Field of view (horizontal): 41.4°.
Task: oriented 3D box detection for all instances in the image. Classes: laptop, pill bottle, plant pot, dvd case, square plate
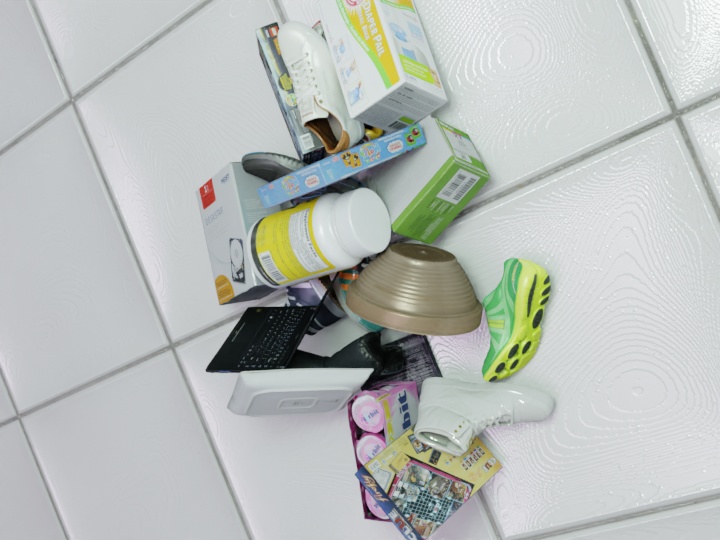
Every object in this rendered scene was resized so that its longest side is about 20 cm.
[{"bbox_3d":[-0.124,0.065,1.438,0.199,0.177,0.104,-2,120,20],"label":"laptop"},{"bbox_3d":[-0.061,-0.048,1.394,0.199,0.114,0.115,-16,92,36],"label":"pill bottle"},{"bbox_3d":[0.083,0.017,1.374,0.200,0.201,0.093,17,106,27],"label":"plant pot"},{"bbox_3d":[0.078,0.211,1.526,0.148,0.016,0.201,-24,87,32],"label":"dvd case"},{"bbox_3d":[-0.095,0.190,1.448,0.200,0.197,0.029,120,147,-64],"label":"square plate"}]

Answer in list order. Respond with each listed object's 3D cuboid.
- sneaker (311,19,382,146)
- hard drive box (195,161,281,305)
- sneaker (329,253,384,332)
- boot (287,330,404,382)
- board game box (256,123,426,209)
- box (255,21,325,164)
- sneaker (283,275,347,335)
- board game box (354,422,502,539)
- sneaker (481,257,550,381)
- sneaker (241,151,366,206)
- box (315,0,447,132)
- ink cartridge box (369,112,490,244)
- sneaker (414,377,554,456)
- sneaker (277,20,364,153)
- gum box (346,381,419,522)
[{"bbox_3d":[-0.019,-0.282,1.428,0.082,0.078,0.201,-2,120,41],"label":"sneaker"},{"bbox_3d":[-0.188,-0.059,1.545,0.156,0.077,0.201,-26,74,57],"label":"hard drive box"},{"bbox_3d":[0.000,0.000,1.496,0.080,0.071,0.201,-31,83,36],"label":"sneaker"},{"bbox_3d":[-0.050,0.137,1.473,0.168,0.200,0.077,-31,51,39],"label":"boot"},{"bbox_3d":[-0.026,-0.147,1.340,0.151,0.200,0.037,-14,99,51],"label":"board game box"},{"bbox_3d":[-0.108,-0.267,1.470,0.040,0.137,0.201,-21,89,-5],"label":"box"},{"bbox_3d":[-0.108,0.014,1.565,0.108,0.070,0.200,-40,82,29],"label":"sneaker"},{"bbox_3d":[0.103,0.295,1.402,0.136,0.200,0.035,50,138,12],"label":"board game box"},{"bbox_3d":[0.219,0.072,1.391,0.084,0.074,0.201,43,126,47],"label":"sneaker"},{"bbox_3d":[-0.094,-0.126,1.462,0.199,0.073,0.082,19,91,4],"label":"sneaker"},{"bbox_3d":[0.029,-0.314,1.360,0.101,0.112,0.201,-29,67,32],"label":"box"},{"bbox_3d":[0.090,-0.164,1.414,0.148,0.076,0.200,-48,41,30],"label":"ink cartridge box"},{"bbox_3d":[0.178,0.224,1.389,0.199,0.116,0.074,3,135,16],"label":"sneaker"},{"bbox_3d":[-0.065,-0.260,1.363,0.073,0.085,0.200,-22,105,38],"label":"sneaker"},{"bbox_3d":[0.046,0.273,1.482,0.066,0.113,0.201,-4,98,32],"label":"gum box"}]
